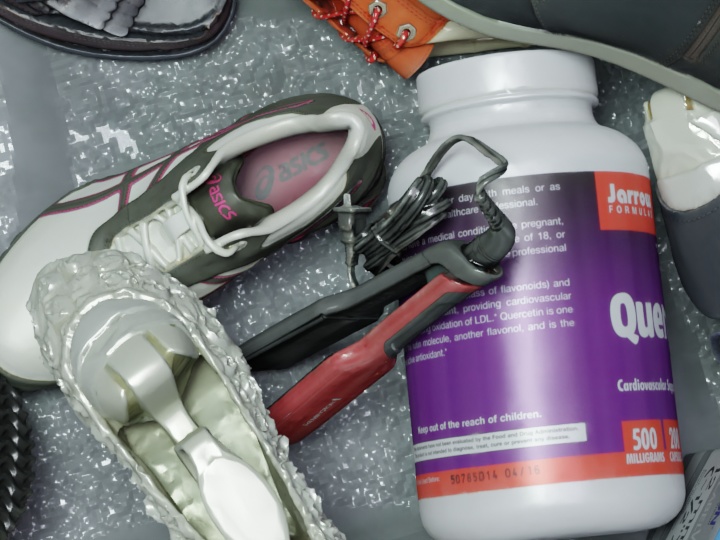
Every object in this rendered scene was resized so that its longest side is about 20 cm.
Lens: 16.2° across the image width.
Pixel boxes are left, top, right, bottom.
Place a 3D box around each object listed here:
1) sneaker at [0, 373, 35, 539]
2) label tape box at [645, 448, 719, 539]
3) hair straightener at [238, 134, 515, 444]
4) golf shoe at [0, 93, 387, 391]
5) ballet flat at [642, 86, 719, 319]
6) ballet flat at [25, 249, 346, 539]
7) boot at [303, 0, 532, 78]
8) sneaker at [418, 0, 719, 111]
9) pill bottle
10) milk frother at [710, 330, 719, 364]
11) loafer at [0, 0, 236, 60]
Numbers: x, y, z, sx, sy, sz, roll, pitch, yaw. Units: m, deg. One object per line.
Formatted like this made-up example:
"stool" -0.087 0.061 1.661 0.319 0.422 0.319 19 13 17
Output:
"sneaker" -0.190 0.121 1.013 0.090 0.070 0.200 -26 44 29
"label tape box" 0.147 0.144 1.007 0.066 0.200 0.144 26 82 1
"hair straightener" 0.000 0.000 1.031 0.041 0.200 0.077 -2 64 -34
"golf shoe" -0.081 -0.019 1.071 0.200 0.088 0.077 -32 88 -5
"ballet flat" 0.150 -0.074 1.073 0.073 0.073 0.200 13 59 -2
"ballet flat" -0.064 0.062 0.989 0.072 0.072 0.200 -37 73 -7
"boot" -0.009 -0.135 1.085 0.199 0.075 0.108 -5 91 -18
"sneaker" 0.101 -0.142 1.009 0.200 0.106 0.075 20 53 5
"pill bottle" 0.072 0.013 1.063 0.112 0.112 0.201 -5 84 -4
"milk frother" 0.280 0.025 1.032 0.188 0.200 0.181 -44 91 -7
"loafer" -0.150 -0.145 1.092 0.200 0.063 0.072 21 81 -1
